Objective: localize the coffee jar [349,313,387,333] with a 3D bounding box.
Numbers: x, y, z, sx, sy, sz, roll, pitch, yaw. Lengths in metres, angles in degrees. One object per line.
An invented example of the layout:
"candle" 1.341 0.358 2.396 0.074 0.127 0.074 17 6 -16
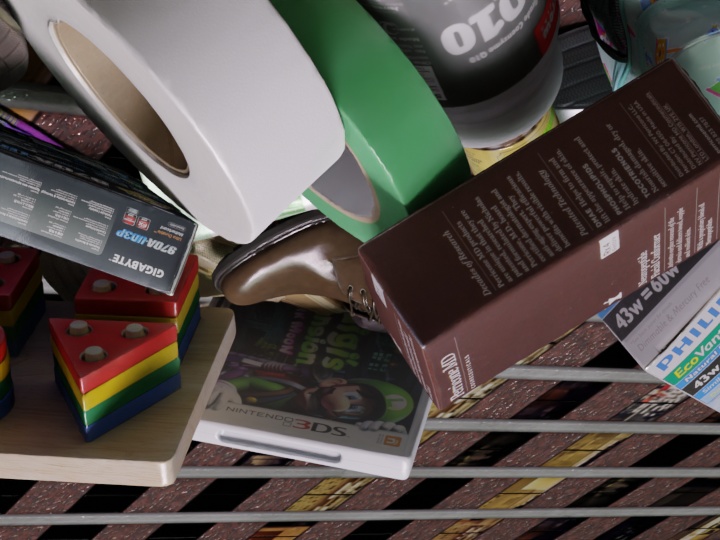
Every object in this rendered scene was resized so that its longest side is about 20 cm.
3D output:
"coffee jar" 0.069 -0.005 1.454 0.199 0.105 0.085 3 146 -43

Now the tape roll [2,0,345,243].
"tape roll" -0.101 -0.111 1.036 0.071 0.202 0.203 -43 160 -13

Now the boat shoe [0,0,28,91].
"boat shoe" -0.226 -0.151 1.047 0.074 0.074 0.200 -18 160 -1

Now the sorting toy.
"sorting toy" -0.198 0.053 1.295 0.198 0.199 0.070 2 117 8

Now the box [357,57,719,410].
"box" 0.103 -0.018 1.071 0.199 0.075 0.100 -30 156 -4

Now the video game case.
"video game case" -0.035 0.069 1.435 0.180 0.200 0.024 10 121 8

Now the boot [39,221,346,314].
"boot" -0.113 0.002 1.429 0.155 0.073 0.200 -28 145 28

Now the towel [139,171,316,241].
"towel" -0.046 -0.096 1.231 0.198 0.023 0.153 -14 125 5

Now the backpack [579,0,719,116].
"backpack" 0.217 -0.158 1.158 0.175 0.154 0.200 -17 164 -2

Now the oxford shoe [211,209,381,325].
"oxford shoe" 0.000 0.000 1.326 0.198 0.085 0.073 -12 160 4

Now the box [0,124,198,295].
"box" -0.206 -0.054 1.125 0.199 0.046 0.159 20 -175 -26

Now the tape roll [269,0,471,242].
"tape roll" -0.025 -0.097 1.100 0.048 0.200 0.201 -43 160 -13

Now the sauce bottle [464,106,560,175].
"sauce bottle" 0.111 -0.057 1.281 0.064 0.065 0.200 -18 144 13

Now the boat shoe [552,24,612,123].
"boat shoe" 0.196 -0.123 1.305 0.198 0.074 0.067 -12 147 -2

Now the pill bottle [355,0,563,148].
"pill bottle" 0.046 -0.157 1.090 0.113 0.115 0.200 -17 150 11

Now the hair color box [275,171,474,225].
"hair color box" 0.041 -0.081 1.343 0.198 0.062 0.102 -6 156 -11

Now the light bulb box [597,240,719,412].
"light bulb box" 0.274 -0.015 1.447 0.198 0.125 0.200 -47 147 12

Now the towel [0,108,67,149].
"towel" -0.271 -0.061 1.284 0.143 0.023 0.200 -24 154 22
